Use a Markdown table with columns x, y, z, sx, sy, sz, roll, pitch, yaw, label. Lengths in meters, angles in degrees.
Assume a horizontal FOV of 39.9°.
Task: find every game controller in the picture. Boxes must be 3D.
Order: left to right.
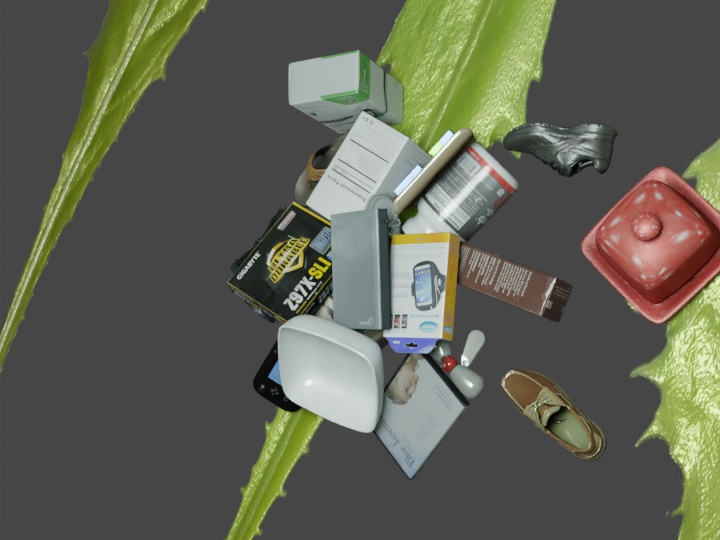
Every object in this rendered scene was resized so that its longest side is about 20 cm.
| x | y | z | sx | sy | sz | roll | pitch | yaw | label |
| --- | --- | --- | --- | --- | --- | --- | --- | --- | --- |
| -0.117 | 0.168 | 1.821 | 0.104 | 0.042 | 0.201 | 35 | 115 | 7 | game controller |

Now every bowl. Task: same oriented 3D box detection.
| x | y | z | sx | sy | sz | roll | pitch | yaw | label |
| --- | --- | --- | --- | --- | --- | --- | --- | --- | --- |
| -0.041 | 0.168 | 1.717 | 0.199 | 0.201 | 0.075 | 21 | 45 | 23 | bowl |

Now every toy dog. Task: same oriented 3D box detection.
| x | y | z | sx | sy | sz | roll | pitch | yaw | label |
| --- | --- | --- | --- | --- | --- | --- | --- | --- | --- |
| 0.152 | 0.130 | 1.709 | 0.132 | 0.096 | 0.201 | -32 | 75 | 43 | toy dog |

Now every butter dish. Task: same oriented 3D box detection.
| x | y | z | sx | sy | sz | roll | pitch | yaw | label |
| --- | --- | --- | --- | --- | --- | --- | --- | --- | --- |
| 0.460 | -0.054 | 1.560 | 0.200 | 0.148 | 0.200 | -46 | 62 | 11 | butter dish |

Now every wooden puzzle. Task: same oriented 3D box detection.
| x | y | z | sx | sy | sz | roll | pitch | yaw | label |
| --- | --- | --- | --- | --- | --- | --- | --- | --- | --- |
| 0.122 | -0.182 | 1.731 | 0.046 | 0.200 | 0.185 | 43 | 100 | 4 | wooden puzzle |

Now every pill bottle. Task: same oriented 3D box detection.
| x | y | z | sx | sy | sz | roll | pitch | yaw | label |
| --- | --- | --- | --- | --- | --- | --- | --- | --- | --- |
| 0.172 | -0.116 | 1.739 | 0.200 | 0.116 | 0.116 | -47 | 62 | 10 | pill bottle |

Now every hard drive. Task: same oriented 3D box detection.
| x | y | z | sx | sy | sz | roll | pitch | yaw | label |
| --- | --- | --- | --- | --- | --- | --- | --- | --- | --- |
| 0.000 | 0.000 | 1.696 | 0.139 | 0.033 | 0.202 | -3 | 89 | 55 | hard drive |

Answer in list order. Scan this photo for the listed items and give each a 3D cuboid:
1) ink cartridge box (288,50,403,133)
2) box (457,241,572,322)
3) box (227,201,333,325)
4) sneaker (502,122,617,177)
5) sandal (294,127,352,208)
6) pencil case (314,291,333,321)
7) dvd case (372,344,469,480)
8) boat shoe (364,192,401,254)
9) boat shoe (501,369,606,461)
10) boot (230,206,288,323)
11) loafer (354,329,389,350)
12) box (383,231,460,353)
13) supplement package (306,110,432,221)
| x | y | z | sx | sy | sz | roll | pitch | yaw | label |
| --- | --- | --- | --- | --- | --- | --- | --- | --- | --- |
| -0.023 | -0.327 | 1.841 | 0.145 | 0.200 | 0.085 | -5 | 79 | 26 | ink cartridge box |
| 0.245 | 0.017 | 1.677 | 0.199 | 0.100 | 0.075 | 24 | 93 | 29 | box |
| -0.118 | -0.007 | 1.795 | 0.159 | 0.049 | 0.200 | 31 | 71 | 22 | box |
| 0.337 | -0.206 | 1.704 | 0.199 | 0.076 | 0.092 | 5 | 87 | 30 | sneaker |
| -0.063 | -0.203 | 1.907 | 0.200 | 0.054 | 0.082 | -39 | 63 | 25 | sandal |
| -0.043 | 0.051 | 1.829 | 0.199 | 0.078 | 0.090 | -25 | 89 | 20 | pencil case |
| 0.092 | 0.243 | 1.704 | 0.143 | 0.017 | 0.201 | 50 | 127 | 27 | dvd case |
| 0.039 | -0.036 | 1.727 | 0.074 | 0.065 | 0.204 | 7 | 85 | -16 | boat shoe |
| 0.312 | 0.228 | 1.609 | 0.200 | 0.074 | 0.076 | 37 | 95 | 29 | boat shoe |
| -0.160 | -0.016 | 1.882 | 0.168 | 0.076 | 0.200 | -48 | 36 | 11 | boot |
| 0.029 | 0.101 | 1.782 | 0.200 | 0.076 | 0.068 | -44 | 69 | 12 | loafer |
| 0.101 | 0.039 | 1.659 | 0.118 | 0.041 | 0.202 | -1 | 81 | 37 | box |
| 0.018 | -0.165 | 1.825 | 0.119 | 0.121 | 0.201 | 34 | 95 | 29 | supplement package |
